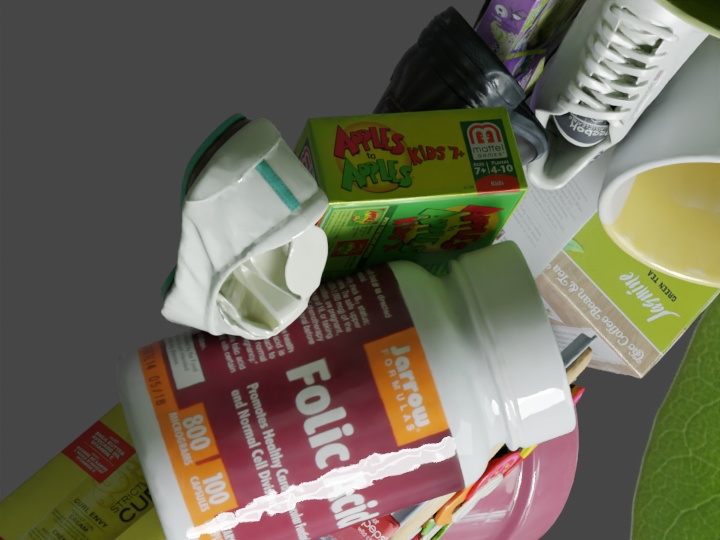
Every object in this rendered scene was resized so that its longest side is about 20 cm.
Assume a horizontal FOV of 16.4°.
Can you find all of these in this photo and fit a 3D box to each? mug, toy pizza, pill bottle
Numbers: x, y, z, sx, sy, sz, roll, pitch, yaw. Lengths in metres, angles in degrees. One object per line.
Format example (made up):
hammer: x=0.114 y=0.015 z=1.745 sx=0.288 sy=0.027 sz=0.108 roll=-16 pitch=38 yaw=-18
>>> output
mug: x=0.210 y=-0.085 z=1.452 sx=0.186 sy=0.149 sz=0.154 roll=-24 pitch=-133 yaw=50
toy pizza: x=0.073 y=0.114 z=1.474 sx=0.200 sy=0.032 sz=0.200 roll=-43 pitch=176 yaw=-4
pill bottle: x=-0.006 y=0.062 z=1.183 sx=0.199 sy=0.115 sz=0.114 roll=-19 pitch=170 yaw=-2

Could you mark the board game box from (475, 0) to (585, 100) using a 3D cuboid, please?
board game box: x=0.100 y=-0.141 z=1.412 sx=0.120 sy=0.032 sz=0.200 roll=-48 pitch=173 yaw=-29

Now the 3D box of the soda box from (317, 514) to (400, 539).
soda box: x=-0.054 y=0.124 z=1.383 sx=0.070 sy=0.063 sz=0.200 roll=-46 pitch=-159 yaw=-9

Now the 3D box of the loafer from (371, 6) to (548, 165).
loafer: x=0.047 y=-0.079 z=1.292 sx=0.072 sy=0.073 sz=0.200 roll=-40 pitch=163 yaw=4

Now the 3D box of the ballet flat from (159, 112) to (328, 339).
ballet flat: x=-0.049 y=-0.004 z=1.094 sx=0.069 sy=0.069 sz=0.200 roll=-46 pitch=172 yaw=-18

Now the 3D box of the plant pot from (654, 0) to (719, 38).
plant pot: x=0.183 y=-0.208 z=1.102 sx=0.187 sy=0.187 sz=0.200 roll=-51 pitch=-173 yaw=14

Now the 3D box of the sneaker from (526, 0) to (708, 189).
sneaker: x=0.143 y=-0.117 z=1.337 sx=0.081 sy=0.076 sz=0.200 roll=-61 pitch=179 yaw=-34

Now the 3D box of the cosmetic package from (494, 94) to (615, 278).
cosmetic package: x=0.104 y=-0.064 z=1.521 sx=0.200 sy=0.071 sz=0.101 roll=-46 pitch=-163 yaw=-31

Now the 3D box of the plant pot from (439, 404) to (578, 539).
plant pot: x=0.015 y=0.115 z=1.646 sx=0.178 sy=0.200 sz=0.200 roll=-15 pitch=148 yaw=-49

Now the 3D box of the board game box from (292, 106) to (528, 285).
board game box: x=0.002 y=-0.008 z=1.242 sx=0.101 sy=0.048 sz=0.200 roll=-5 pitch=154 yaw=-19

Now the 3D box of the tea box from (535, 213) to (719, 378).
tea box: x=0.176 y=-0.046 z=1.715 sx=0.197 sy=0.134 sz=0.200 roll=-46 pitch=-167 yaw=-8

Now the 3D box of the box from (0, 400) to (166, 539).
box: x=-0.126 y=0.121 z=1.242 sx=0.200 sy=0.075 sz=0.050 roll=-40 pitch=167 yaw=-44
